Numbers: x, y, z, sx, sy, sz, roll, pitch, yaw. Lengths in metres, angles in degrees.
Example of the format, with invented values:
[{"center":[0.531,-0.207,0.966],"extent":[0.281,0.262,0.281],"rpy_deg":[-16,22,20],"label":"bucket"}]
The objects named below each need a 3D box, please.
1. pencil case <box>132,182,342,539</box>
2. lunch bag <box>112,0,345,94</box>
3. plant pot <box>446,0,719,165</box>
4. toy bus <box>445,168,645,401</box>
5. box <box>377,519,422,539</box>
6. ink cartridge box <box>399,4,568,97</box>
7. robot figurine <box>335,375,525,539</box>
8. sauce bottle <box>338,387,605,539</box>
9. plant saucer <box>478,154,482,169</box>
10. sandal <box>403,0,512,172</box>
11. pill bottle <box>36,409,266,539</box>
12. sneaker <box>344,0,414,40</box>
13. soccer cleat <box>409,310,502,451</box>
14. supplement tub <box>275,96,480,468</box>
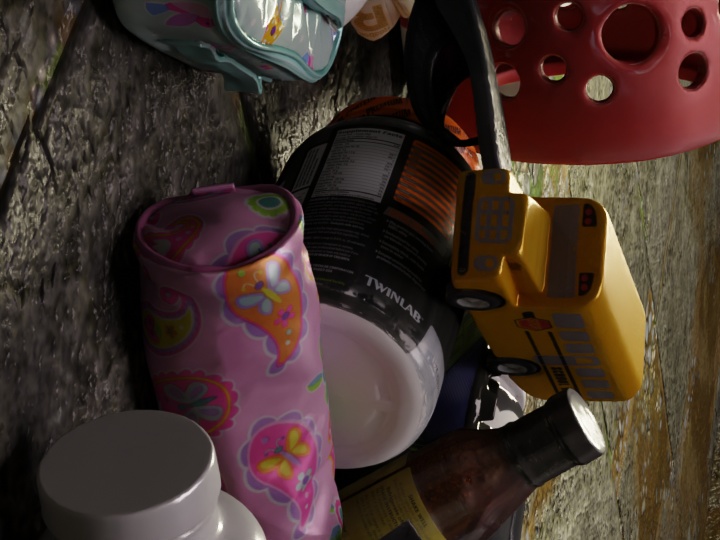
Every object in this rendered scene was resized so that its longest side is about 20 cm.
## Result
[{"center":[-0.057,0.056,1.067],"extent":[0.087,0.087,0.200],"rpy_deg":[-67,155,-52],"label":"pencil case"},{"center":[-0.054,-0.169,1.049],"extent":[0.200,0.077,0.161],"rpy_deg":[9,83,-75],"label":"lunch bag"},{"center":[0.137,-0.178,1.337],"extent":[0.200,0.200,0.183],"rpy_deg":[-52,141,-65],"label":"plant pot"},{"center":[0.101,0.012,1.180],"extent":[0.200,0.078,0.065],"rpy_deg":[56,38,-64],"label":"toy bus"},{"center":[0.047,0.232,1.146],"extent":[0.160,0.044,0.200],"rpy_deg":[53,-17,19],"label":"box"},{"center":[0.087,-0.211,1.535],"extent":[0.200,0.083,0.145],"rpy_deg":[-64,149,-58],"label":"ink cartridge box"},{"center":[0.036,0.118,1.329],"extent":[0.150,0.125,0.200],"rpy_deg":[82,16,-59],"label":"robot figurine"},{"center":[0.039,0.129,1.207],"extent":[0.066,0.200,0.066],"rpy_deg":[52,20,-27],"label":"sauce bottle"},{"center":[0.062,-0.046,1.589],"extent":[0.200,0.032,0.201],"rpy_deg":[3,90,-74],"label":"plant saucer"},{"center":[0.045,-0.123,1.204],"extent":[0.075,0.048,0.201],"rpy_deg":[57,18,-66],"label":"sandal"},{"center":[-0.084,0.161,0.939],"extent":[0.104,0.104,0.200],"rpy_deg":[-66,154,-54],"label":"pill bottle"},{"center":[0.002,-0.170,1.268],"extent":[0.200,0.074,0.116],"rpy_deg":[-73,156,-46],"label":"sneaker"},{"center":[0.044,0.017,1.285],"extent":[0.065,0.084,0.200],"rpy_deg":[96,2,-52],"label":"soccer cleat"},{"center":[0.000,0.000,1.190],"extent":[0.200,0.122,0.123],"rpy_deg":[-69,156,-50],"label":"supplement tub"}]
